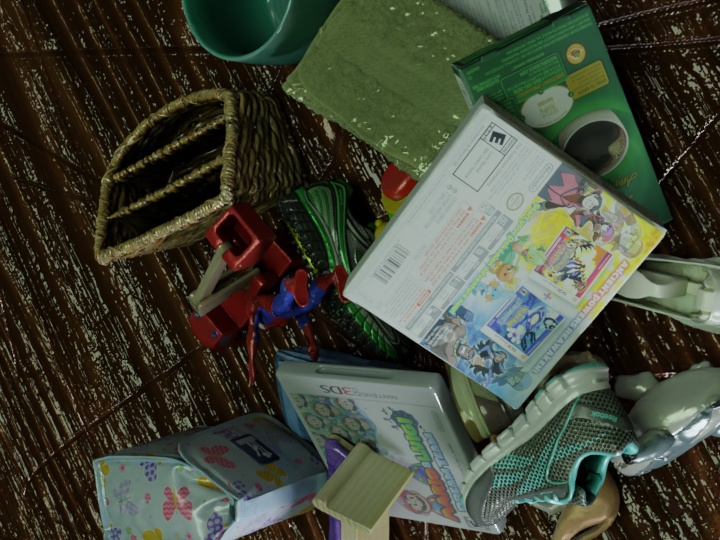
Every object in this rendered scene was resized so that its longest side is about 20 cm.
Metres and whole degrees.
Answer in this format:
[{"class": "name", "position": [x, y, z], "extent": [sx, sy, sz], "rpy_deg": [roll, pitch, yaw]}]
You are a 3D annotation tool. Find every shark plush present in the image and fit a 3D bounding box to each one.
[{"class": "shark plush", "position": [0.299, 0.114, 1.007], "extent": [0.200, 0.091, 0.083], "rpy_deg": [-33, 124, 12]}]

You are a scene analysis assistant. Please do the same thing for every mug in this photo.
[{"class": "mug", "position": [-0.083, -0.290, 1.137], "extent": [0.152, 0.114, 0.185], "rpy_deg": [-5, 90, 39]}]

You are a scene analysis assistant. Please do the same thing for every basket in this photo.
[{"class": "basket", "position": [-0.182, -0.108, 1.216], "extent": [0.200, 0.149, 0.143], "rpy_deg": [-21, 87, 34]}]

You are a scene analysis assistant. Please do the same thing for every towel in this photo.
[{"class": "towel", "position": [0.006, 0.142, 1.188], "extent": [0.200, 0.049, 0.112], "rpy_deg": [9, 121, 30]}, {"class": "towel", "position": [0.036, -0.176, 1.048], "extent": [0.200, 0.036, 0.148], "rpy_deg": [36, 92, 29]}]

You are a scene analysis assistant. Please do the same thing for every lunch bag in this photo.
[{"class": "lunch bag", "position": [-0.150, 0.223, 1.241], "extent": [0.200, 0.170, 0.127], "rpy_deg": [-4, 93, 36]}]

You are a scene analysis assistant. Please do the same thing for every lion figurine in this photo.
[{"class": "lion figurine", "position": [0.195, 0.173, 1.083], "extent": [0.122, 0.072, 0.200], "rpy_deg": [-18, 103, 24]}]

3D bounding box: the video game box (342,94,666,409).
[{"class": "video game box", "position": [0.115, -0.012, 0.968], "extent": [0.182, 0.047, 0.200], "rpy_deg": [35, 110, -6]}]

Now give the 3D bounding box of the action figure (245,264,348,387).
[{"class": "action figure", "position": [-0.066, 0.058, 1.145], "extent": [0.200, 0.065, 0.099], "rpy_deg": [158, 107, -68]}]

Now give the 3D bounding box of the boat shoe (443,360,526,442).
[{"class": "boat shoe", "position": [0.106, 0.060, 1.092], "extent": [0.066, 0.072, 0.201], "rpy_deg": [-17, 57, 8]}]

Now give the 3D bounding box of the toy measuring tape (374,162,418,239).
[{"class": "toy measuring tape", "position": [0.078, -0.101, 1.066], "extent": [0.074, 0.074, 0.200], "rpy_deg": [45, 104, 18]}]

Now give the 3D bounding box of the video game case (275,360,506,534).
[{"class": "video game case", "position": [0.030, 0.170, 1.133], "extent": [0.182, 0.024, 0.200], "rpy_deg": [1, 130, 36]}]

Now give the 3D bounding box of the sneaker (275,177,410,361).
[{"class": "sneaker", "position": [0.000, 0.000, 1.162], "extent": [0.200, 0.085, 0.078], "rpy_deg": [62, 167, -10]}]

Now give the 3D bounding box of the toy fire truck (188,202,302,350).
[{"class": "toy fire truck", "position": [-0.129, 0.012, 1.205], "extent": [0.049, 0.141, 0.200], "rpy_deg": [49, 120, 16]}]

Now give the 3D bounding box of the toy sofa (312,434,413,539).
[{"class": "toy sofa", "position": [-0.010, 0.262, 1.163], "extent": [0.098, 0.083, 0.200], "rpy_deg": [23, 138, 23]}]

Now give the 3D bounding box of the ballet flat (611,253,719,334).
[{"class": "ballet flat", "position": [0.277, 0.018, 0.996], "extent": [0.200, 0.069, 0.070], "rpy_deg": [12, 105, 30]}]

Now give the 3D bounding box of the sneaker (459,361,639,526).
[{"class": "sneaker", "position": [0.158, 0.169, 0.996], "extent": [0.091, 0.078, 0.200], "rpy_deg": [58, 133, 29]}]

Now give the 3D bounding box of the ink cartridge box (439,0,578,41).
[{"class": "ink cartridge box", "position": [0.111, -0.196, 1.078], "extent": [0.200, 0.047, 0.198], "rpy_deg": [-17, 91, 36]}]

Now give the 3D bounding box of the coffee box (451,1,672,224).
[{"class": "coffee box", "position": [0.169, -0.106, 0.987], "extent": [0.123, 0.044, 0.200], "rpy_deg": [-27, 107, 0]}]
